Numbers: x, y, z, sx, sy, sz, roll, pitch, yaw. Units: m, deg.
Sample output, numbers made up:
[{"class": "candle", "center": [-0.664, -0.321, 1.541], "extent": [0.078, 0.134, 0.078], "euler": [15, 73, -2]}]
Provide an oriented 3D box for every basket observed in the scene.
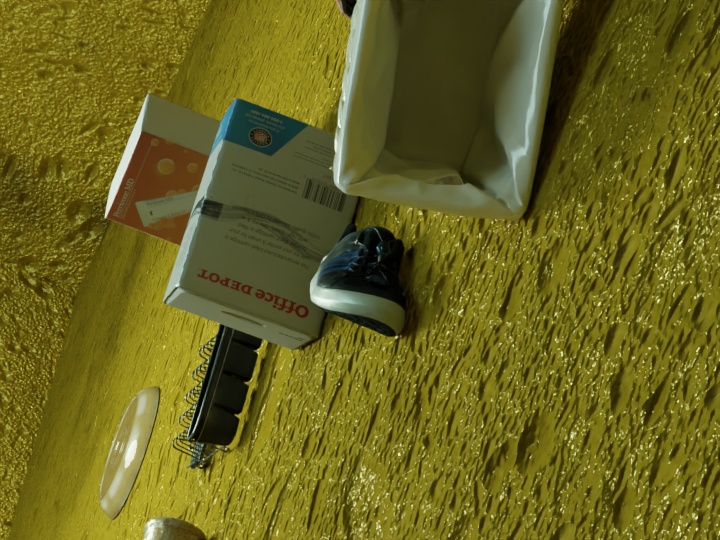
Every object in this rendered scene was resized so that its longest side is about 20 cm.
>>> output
[{"class": "basket", "center": [0.057, -0.144, 1.219], "extent": [0.123, 0.135, 0.201], "euler": [-133, 52, -82]}]

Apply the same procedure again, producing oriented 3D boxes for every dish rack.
[{"class": "dish rack", "center": [-0.163, 0.137, 1.928], "extent": [0.200, 0.054, 0.154], "euler": [139, 149, -65]}]

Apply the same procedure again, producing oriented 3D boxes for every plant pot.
[{"class": "plant pot", "center": [-0.337, 0.258, 2.520], "extent": [0.200, 0.027, 0.201], "euler": [-159, 90, -77]}]

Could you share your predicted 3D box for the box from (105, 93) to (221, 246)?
[{"class": "box", "center": [-0.176, -0.098, 2.009], "extent": [0.098, 0.199, 0.125], "euler": [-92, 25, -59]}]

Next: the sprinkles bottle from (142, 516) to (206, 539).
[{"class": "sprinkles bottle", "center": [-0.207, 0.349, 1.755], "extent": [0.068, 0.068, 0.201], "euler": [128, 158, -53]}]

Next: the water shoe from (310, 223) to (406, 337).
[{"class": "water shoe", "center": [0.000, 0.000, 1.426], "extent": [0.079, 0.071, 0.200], "euler": [-67, 13, 1]}]

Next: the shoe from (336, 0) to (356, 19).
[{"class": "shoe", "center": [0.024, -0.349, 1.870], "extent": [0.200, 0.071, 0.091], "euler": [124, 161, -62]}]

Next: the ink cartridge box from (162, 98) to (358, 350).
[{"class": "ink cartridge box", "center": [-0.090, -0.042, 1.694], "extent": [0.084, 0.144, 0.201], "euler": [145, 144, -69]}]
